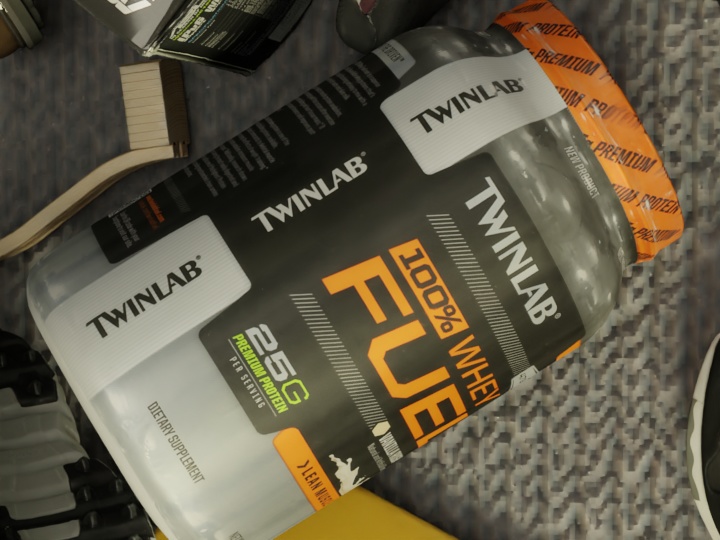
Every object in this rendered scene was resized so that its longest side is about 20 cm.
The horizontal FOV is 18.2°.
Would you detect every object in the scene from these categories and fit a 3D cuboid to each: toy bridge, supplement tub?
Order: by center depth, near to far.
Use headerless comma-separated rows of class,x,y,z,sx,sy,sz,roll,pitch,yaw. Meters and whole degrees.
supplement tub,0.000,0.000,0.753,0.200,0.123,0.123,-32,87,-2
toy bridge,-0.161,-0.033,0.840,0.199,0.027,0.068,-7,93,11

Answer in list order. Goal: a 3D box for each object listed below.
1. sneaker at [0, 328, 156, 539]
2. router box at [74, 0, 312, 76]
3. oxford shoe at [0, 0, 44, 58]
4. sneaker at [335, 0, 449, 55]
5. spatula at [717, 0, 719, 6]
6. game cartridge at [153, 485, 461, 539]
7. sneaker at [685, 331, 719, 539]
sneaker,-0.111,0.101,0.754,0.066,0.200,0.091,-9,119,-18
router box,-0.110,-0.151,0.761,0.200,0.150,0.062,39,99,6
oxford shoe,-0.203,-0.132,0.807,0.200,0.073,0.085,37,83,-1
sneaker,0.085,-0.135,0.766,0.115,0.076,0.200,36,98,3
spatula,0.172,-0.021,0.777,0.020,0.057,0.201,-21,80,-31
game cartridge,-0.002,0.166,0.771,0.199,0.032,0.177,28,57,9
sneaker,0.162,0.111,0.751,0.075,0.088,0.201,-7,95,-9
